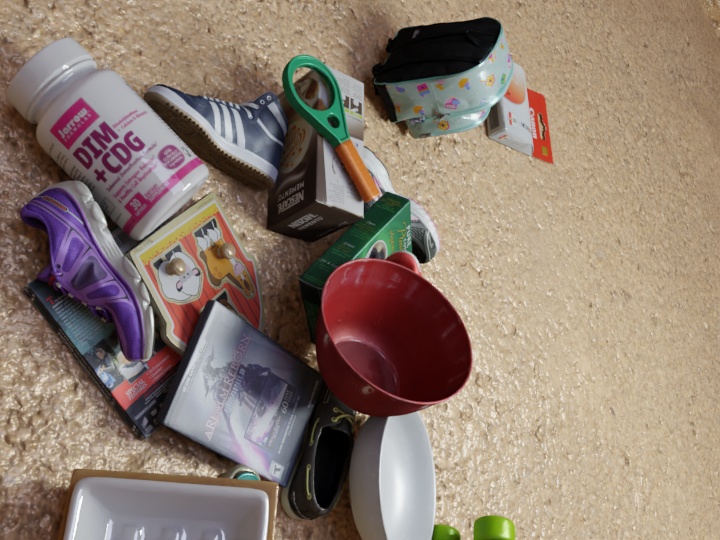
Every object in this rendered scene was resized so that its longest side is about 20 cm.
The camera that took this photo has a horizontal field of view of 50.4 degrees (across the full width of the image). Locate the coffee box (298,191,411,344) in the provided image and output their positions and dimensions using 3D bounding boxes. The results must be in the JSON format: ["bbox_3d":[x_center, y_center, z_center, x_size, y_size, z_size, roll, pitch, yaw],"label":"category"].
[{"bbox_3d":[0.000,0.000,1.013,0.200,0.044,0.124,-47,146,-33],"label":"coffee box"}]

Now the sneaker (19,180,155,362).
[{"bbox_3d":[-0.276,0.010,0.777,0.083,0.081,0.201,-31,88,-28],"label":"sneaker"}]

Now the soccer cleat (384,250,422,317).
[{"bbox_3d":[0.055,0.051,1.037,0.085,0.068,0.202,-55,151,-51],"label":"soccer cleat"}]

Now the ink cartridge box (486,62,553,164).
[{"bbox_3d":[0.318,-0.307,1.475,0.198,0.050,0.164,12,67,-36],"label":"ink cartridge box"}]

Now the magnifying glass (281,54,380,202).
[{"bbox_3d":[-0.034,-0.179,0.967,0.079,0.022,0.201,-33,94,-41],"label":"magnifying glass"}]

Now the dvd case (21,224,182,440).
[{"bbox_3d":[-0.247,0.060,0.835,0.201,0.022,0.146,56,46,-13],"label":"dvd case"}]

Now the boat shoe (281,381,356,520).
[{"bbox_3d":[-0.035,0.208,0.947,0.072,0.060,0.203,37,53,-29],"label":"boat shoe"}]

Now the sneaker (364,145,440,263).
[{"bbox_3d":[0.027,-0.078,1.115,0.200,0.080,0.087,46,62,-11],"label":"sneaker"}]

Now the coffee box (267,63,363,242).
[{"bbox_3d":[-0.059,-0.154,1.024,0.079,0.114,0.202,16,63,-37],"label":"coffee box"}]

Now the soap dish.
[{"bbox_3d":[-0.183,0.276,0.721,0.197,0.081,0.159,5,66,-5],"label":"soap dish"}]

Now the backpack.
[{"bbox_3d":[0.142,-0.308,1.207,0.154,0.198,0.177,57,42,-33],"label":"backpack"}]

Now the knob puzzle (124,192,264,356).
[{"bbox_3d":[-0.163,0.028,0.884,0.219,0.030,0.222,37,45,-47],"label":"knob puzzle"}]

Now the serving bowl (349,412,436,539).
[{"bbox_3d":[0.034,0.268,0.963,0.200,0.065,0.203,-8,90,-67],"label":"serving bowl"}]

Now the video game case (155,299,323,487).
[{"bbox_3d":[-0.128,0.145,0.873,0.200,0.019,0.144,42,58,-41],"label":"video game case"}]

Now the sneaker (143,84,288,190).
[{"bbox_3d":[-0.172,-0.196,0.957,0.199,0.070,0.110,34,64,-38],"label":"sneaker"}]

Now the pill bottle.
[{"bbox_3d":[-0.269,-0.139,0.817,0.200,0.113,0.114,46,49,-8],"label":"pill bottle"}]

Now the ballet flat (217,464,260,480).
[{"bbox_3d":[-0.154,0.305,0.801,0.069,0.069,0.202,31,61,-31],"label":"ballet flat"}]

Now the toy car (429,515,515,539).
[{"bbox_3d":[0.173,0.445,1.004,0.200,0.157,0.166,45,38,-35],"label":"toy car"}]

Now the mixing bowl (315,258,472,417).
[{"bbox_3d":[0.022,0.097,0.910,0.198,0.109,0.202,20,42,-19],"label":"mixing bowl"}]
